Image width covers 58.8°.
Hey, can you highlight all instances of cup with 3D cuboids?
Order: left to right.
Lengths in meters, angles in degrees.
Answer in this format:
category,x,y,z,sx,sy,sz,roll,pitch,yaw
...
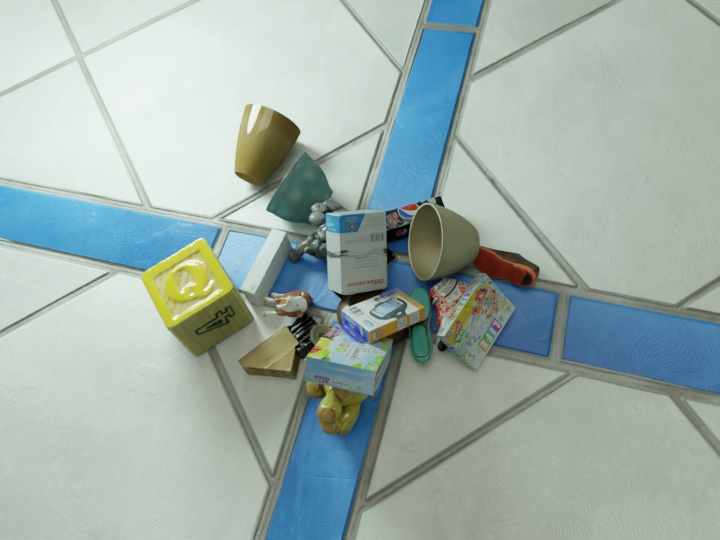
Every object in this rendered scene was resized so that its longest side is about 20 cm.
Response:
category,x,y,z,sx,sy,sz,roll,pitch,yaw
cup,0.232,-0.072,1.696,0.141,0.201,0.203,2,59,-21

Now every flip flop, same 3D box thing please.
category,x,y,z,sx,sy,sz,roll,pitch,yaw
flip flop,-0.031,0.173,1.637,0.197,0.058,0.082,13,59,-14

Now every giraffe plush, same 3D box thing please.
category,x,y,z,sx,sy,sz,roll,pitch,yaw
giraffe plush,-0.068,0.279,1.563,0.161,0.174,0.200,30,61,29

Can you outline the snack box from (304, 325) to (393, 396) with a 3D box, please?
category,x,y,z,sx,sy,sz,roll,pitch,yaw
snack box,-0.023,0.207,1.496,0.166,0.200,0.069,11,109,12

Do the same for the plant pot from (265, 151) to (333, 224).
category,x,y,z,sx,sy,sz,roll,pitch,yaw
plant pot,-0.161,-0.216,1.826,0.133,0.200,0.202,35,70,-5

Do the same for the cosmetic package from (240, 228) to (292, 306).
category,x,y,z,sx,sy,sz,roll,pitch,yaw
cosmetic package,-0.260,-0.009,1.777,0.050,0.083,0.202,16,65,19

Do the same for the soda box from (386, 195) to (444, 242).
category,x,y,z,sx,sy,sz,roll,pitch,yaw
soda box,0.142,-0.141,1.795,0.197,0.071,0.064,-16,60,-1

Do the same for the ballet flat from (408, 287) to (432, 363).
category,x,y,z,sx,sy,sz,roll,pitch,yaw
ballet flat,0.151,0.146,1.642,0.066,0.071,0.203,-3,59,5

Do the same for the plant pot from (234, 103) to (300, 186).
category,x,y,z,sx,sy,sz,roll,pitch,yaw
plant pot,-0.303,-0.367,1.932,0.184,0.186,0.203,19,80,17

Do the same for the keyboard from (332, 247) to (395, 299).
category,x,y,z,sx,sy,sz,roll,pitch,yaw
keyboard,0.000,0.000,1.771,0.104,0.040,0.200,42,72,1

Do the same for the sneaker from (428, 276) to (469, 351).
category,x,y,z,sx,sy,sz,roll,pitch,yaw
sneaker,0.214,0.108,1.657,0.107,0.068,0.203,24,64,20

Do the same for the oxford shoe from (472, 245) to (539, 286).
category,x,y,z,sx,sy,sz,roll,pitch,yaw
oxford shoe,0.383,-0.020,1.712,0.198,0.072,0.072,28,40,24

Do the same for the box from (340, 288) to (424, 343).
category,x,y,z,sx,sy,sz,roll,pitch,yaw
box,0.048,0.112,1.575,0.198,0.042,0.119,-19,34,-31

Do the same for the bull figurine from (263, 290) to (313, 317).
category,x,y,z,sx,sy,sz,roll,pitch,yaw
bull figurine,-0.183,0.087,1.662,0.119,0.200,0.066,-1,90,8

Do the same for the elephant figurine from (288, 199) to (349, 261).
category,x,y,z,sx,sy,sz,roll,pitch,yaw
elephant figurine,-0.094,-0.086,1.769,0.155,0.202,0.141,38,48,19

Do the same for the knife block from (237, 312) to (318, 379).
category,x,y,z,sx,sy,sz,roll,pitch,yaw
knife block,-0.204,0.188,1.674,0.197,0.064,0.178,3,62,10

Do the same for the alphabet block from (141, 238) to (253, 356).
category,x,y,z,sx,sy,sz,roll,pitch,yaw
alphabet block,-0.426,0.073,1.688,0.195,0.201,0.196,-34,62,-10

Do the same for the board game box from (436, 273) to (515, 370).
category,x,y,z,sx,sy,sz,roll,pitch,yaw
board game box,0.293,0.127,1.606,0.134,0.034,0.201,44,70,-21

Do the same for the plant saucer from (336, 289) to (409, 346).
category,x,y,z,sx,sy,sz,roll,pitch,yaw
plant saucer,0.037,0.111,1.652,0.197,0.037,0.202,7,44,-6

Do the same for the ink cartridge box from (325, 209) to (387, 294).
category,x,y,z,sx,sy,sz,roll,pitch,yaw
ink cartridge box,-0.009,-0.051,1.662,0.145,0.204,0.085,-8,13,-32
